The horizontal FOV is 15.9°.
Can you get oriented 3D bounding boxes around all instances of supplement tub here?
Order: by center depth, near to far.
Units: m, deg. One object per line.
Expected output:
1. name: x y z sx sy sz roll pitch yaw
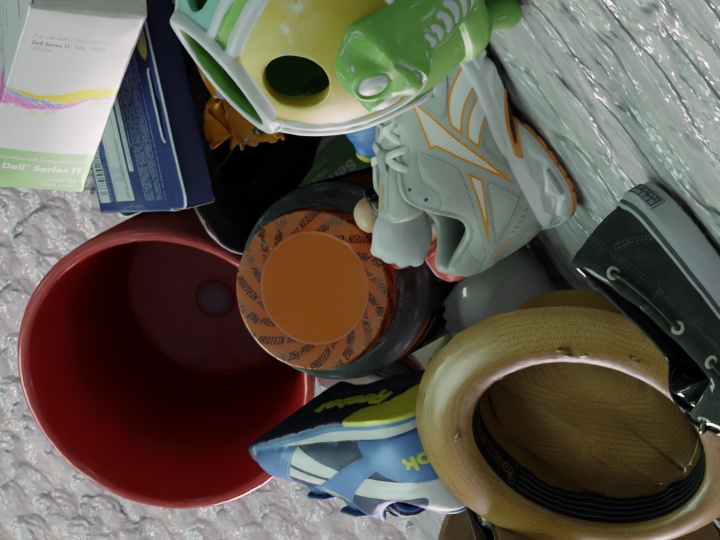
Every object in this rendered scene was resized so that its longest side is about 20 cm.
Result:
1. supplement tub: 0.000 0.000 1.604 0.123 0.123 0.200 49 -162 7

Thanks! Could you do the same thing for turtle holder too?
1. turtle holder: -0.006 -0.121 1.207 0.186 0.132 0.141 46 171 33

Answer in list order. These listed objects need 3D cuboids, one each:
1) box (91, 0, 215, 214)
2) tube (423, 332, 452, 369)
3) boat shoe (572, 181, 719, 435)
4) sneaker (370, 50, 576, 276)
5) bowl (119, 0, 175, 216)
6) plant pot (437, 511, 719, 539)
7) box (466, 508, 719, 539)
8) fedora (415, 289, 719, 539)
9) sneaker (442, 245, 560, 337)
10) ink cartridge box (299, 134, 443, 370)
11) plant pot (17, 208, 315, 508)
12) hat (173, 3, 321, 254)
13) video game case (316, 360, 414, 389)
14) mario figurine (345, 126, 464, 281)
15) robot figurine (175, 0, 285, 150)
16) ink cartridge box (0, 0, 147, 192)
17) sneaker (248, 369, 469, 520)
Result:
1. box: -0.128 -0.095 1.498 0.200 0.032 0.122 -175 73 -72
2. tube: 0.060 0.078 1.678 0.052 0.058 0.200 45 -153 -6
3. boat shoe: 0.175 0.047 1.267 0.200 0.057 0.069 52 173 -18
4. sneaker: 0.034 -0.076 1.364 0.200 0.092 0.076 53 171 -27
5. bowl: -0.114 -0.140 1.723 0.201 0.105 0.202 -3 -90 -84
6. plant pot: 0.133 0.208 1.692 0.200 0.200 0.175 44 -178 37
7. box: 0.143 0.152 1.576 0.200 0.021 0.164 21 -147 -30
8. fedora: 0.130 0.072 1.451 0.201 0.200 0.082 54 -150 -34
9. sneaker: 0.115 0.043 1.618 0.080 0.076 0.200 37 175 31
10. ink cartridge box: 0.006 -0.030 1.816 0.200 0.084 0.146 53 173 -24
11. plant pot: -0.114 0.039 1.753 0.201 0.200 0.177 51 -162 -9
12. hat: -0.093 -0.109 1.597 0.081 0.201 0.201 9 155 22
13. video game case: 0.058 0.087 1.851 0.199 0.023 0.182 18 -172 -9
14. mario figurine: 0.005 -0.072 1.459 0.106 0.124 0.200 -3 126 45
15. robot figurine: -0.082 -0.175 1.425 0.145 0.058 0.201 -93 -11 -65
16. ink cartridge box: -0.165 -0.148 1.416 0.200 0.067 0.117 118 151 -51
17. sneaker: 0.000 0.114 1.552 0.082 0.074 0.200 59 153 -12
